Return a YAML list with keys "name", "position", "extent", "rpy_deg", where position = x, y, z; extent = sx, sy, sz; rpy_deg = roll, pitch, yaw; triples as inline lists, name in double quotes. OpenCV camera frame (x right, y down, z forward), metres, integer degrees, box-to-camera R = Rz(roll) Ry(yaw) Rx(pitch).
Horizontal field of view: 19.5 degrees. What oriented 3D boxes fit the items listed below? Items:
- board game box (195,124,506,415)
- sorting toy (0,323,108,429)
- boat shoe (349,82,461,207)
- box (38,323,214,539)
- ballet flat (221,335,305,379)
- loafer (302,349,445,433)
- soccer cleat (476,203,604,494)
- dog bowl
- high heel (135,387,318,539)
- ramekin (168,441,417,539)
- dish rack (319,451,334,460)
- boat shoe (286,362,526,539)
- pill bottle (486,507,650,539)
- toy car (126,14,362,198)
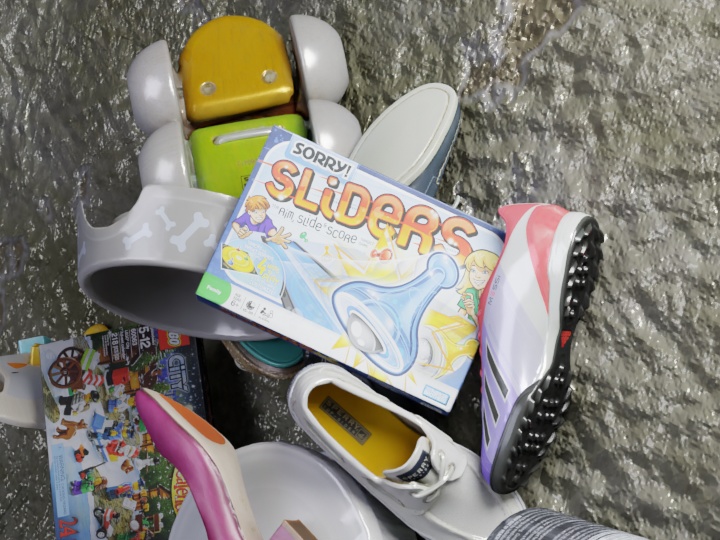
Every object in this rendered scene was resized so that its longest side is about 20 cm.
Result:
- name: "board game box"
  position: [0.000, 0.000, 1.495]
  extent: [0.034, 0.199, 0.136]
  rpy_deg: [100, -166, -81]
- name: "sorting toy"
  position: [-0.281, 0.108, 1.847]
  extent: [0.199, 0.179, 0.108]
  rpy_deg: [22, 102, 49]
- name: "boat shoe"
  position: [0.023, -0.045, 1.563]
  extent: [0.075, 0.062, 0.201]
  rpy_deg: [12, 68, 45]
- name: "box"
  position: [-0.188, 0.142, 1.725]
  extent: [0.135, 0.038, 0.201]
  rpy_deg: [-13, 61, 5]
- name: "ballet flat"
  position: [-0.094, 0.041, 1.730]
  extent: [0.200, 0.070, 0.066]
  rpy_deg: [52, 151, 44]
- name: "loafer"
  position: [0.013, 0.092, 1.575]
  extent: [0.068, 0.070, 0.201]
  rpy_deg: [-55, 42, 27]
- name: "soccer cleat"
  position: [0.109, 0.052, 1.453]
  extent: [0.073, 0.068, 0.202]
  rpy_deg: [16, 95, 29]
- name: "dog bowl"
  position: [-0.125, -0.001, 1.603]
  extent: [0.199, 0.199, 0.059]
  rpy_deg: [-13, 60, 49]
- name: "high heel"
  position: [-0.116, 0.175, 1.499]
  extent: [0.096, 0.067, 0.200]
  rpy_deg: [-50, 62, 8]
- name: "ramekin"
  position: [-0.042, 0.230, 1.542]
  extent: [0.201, 0.094, 0.204]
  rpy_deg: [-6, 80, 35]
- name: "dish rack"
  position: [-0.042, 0.227, 1.648]
  extent: [0.199, 0.043, 0.173]
  rpy_deg: [-9, 78, 49]
- name: "boat shoe"
  position: [0.036, 0.135, 1.454]
  extent: [0.071, 0.200, 0.070]
  rpy_deg: [-51, 6, -2]
- name: "pill bottle"
  position: [0.169, 0.223, 1.339]
  extent: [0.199, 0.106, 0.107]
  rpy_deg: [12, 95, 51]
- name: "toy car"
  position: [-0.088, -0.097, 1.668]
  extent: [0.150, 0.173, 0.201]
  rpy_deg: [85, 174, -55]
